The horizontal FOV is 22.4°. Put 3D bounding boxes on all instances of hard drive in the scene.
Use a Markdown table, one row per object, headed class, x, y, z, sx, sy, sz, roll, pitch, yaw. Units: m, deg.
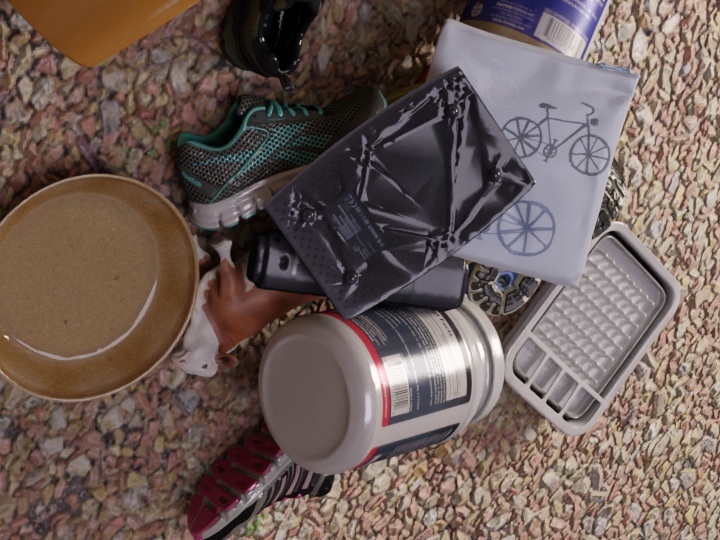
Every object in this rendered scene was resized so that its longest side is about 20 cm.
| class | x | y | z | sx | sy | sz | roll | pitch | yaw |
| --- | --- | --- | --- | --- | --- | --- | --- | --- | --- |
| hard drive | 0.032 | -0.066 | 1.523 | 0.199 | 0.042 | 0.135 | -36 | 103 | 1 |

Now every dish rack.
| class | x | y | z | sx | sy | sz | roll | pitch | yaw |
| --- | --- | --- | --- | --- | --- | --- | --- | --- | --- |
| dish rack | 0.230 | 0.056 | 1.874 | 0.200 | 0.043 | 0.171 | -52 | 130 | -3 |

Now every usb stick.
| class | x | y | z | sx | sy | sz | roll | pitch | yaw |
| --- | --- | --- | --- | --- | --- | --- | --- | --- | --- |
| usb stick | 0.000 | 0.000 | 1.577 | 0.198 | 0.033 | 0.056 | 7 | 106 | -20 |

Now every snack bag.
| class | x | y | z | sx | sy | sz | roll | pitch | yaw |
| --- | --- | --- | --- | --- | --- | --- | --- | --- | --- |
| snack bag | 0.125 | -0.101 | 1.558 | 0.187 | 0.021 | 0.202 | 14 | 100 | -8 |

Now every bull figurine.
| class | x | y | z | sx | sy | sz | roll | pitch | yaw |
| --- | --- | --- | --- | --- | --- | --- | --- | --- | --- |
| bull figurine | -0.096 | 0.008 | 1.601 | 0.199 | 0.065 | 0.122 | -30 | 124 | -21 |

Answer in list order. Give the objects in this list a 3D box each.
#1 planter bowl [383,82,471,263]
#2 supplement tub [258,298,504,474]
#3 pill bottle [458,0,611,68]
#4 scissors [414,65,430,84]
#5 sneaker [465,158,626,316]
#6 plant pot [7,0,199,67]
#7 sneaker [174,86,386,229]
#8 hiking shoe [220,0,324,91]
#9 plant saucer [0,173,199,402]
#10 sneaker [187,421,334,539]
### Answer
| class | x | y | z | sx | sy | sz | roll | pitch | yaw |
| --- | --- | --- | --- | --- | --- | --- | --- | --- | --- |
| planter bowl | 0.072 | -0.063 | 1.629 | 0.199 | 0.084 | 0.202 | -7 | 127 | -10 |
| supplement tub | 0.020 | 0.096 | 1.626 | 0.199 | 0.140 | 0.141 | -10 | 118 | -46 |
| pill bottle | 0.169 | -0.263 | 1.619 | 0.119 | 0.119 | 0.201 | 32 | 78 | -41 |
| scissors | 0.018 | -0.119 | 1.655 | 0.199 | 0.014 | 0.074 | -35 | 130 | -20 |
| sneaker | 0.169 | -0.045 | 1.754 | 0.200 | 0.089 | 0.079 | -41 | 110 | -6 |
| plant pot | -0.178 | -0.257 | 1.346 | 0.183 | 0.201 | 0.200 | -42 | 131 | 9 |
| sneaker | -0.071 | -0.115 | 1.550 | 0.199 | 0.078 | 0.092 | -30 | 115 | -12 |
| hiking shoe | -0.057 | -0.251 | 1.480 | 0.075 | 0.101 | 0.202 | -8 | 116 | -33 |
| plant saucer | -0.232 | 0.011 | 1.514 | 0.199 | 0.035 | 0.202 | -11 | 115 | -25 |
| sneaker | -0.073 | 0.192 | 1.699 | 0.200 | 0.074 | 0.088 | -45 | 124 | -16 |
